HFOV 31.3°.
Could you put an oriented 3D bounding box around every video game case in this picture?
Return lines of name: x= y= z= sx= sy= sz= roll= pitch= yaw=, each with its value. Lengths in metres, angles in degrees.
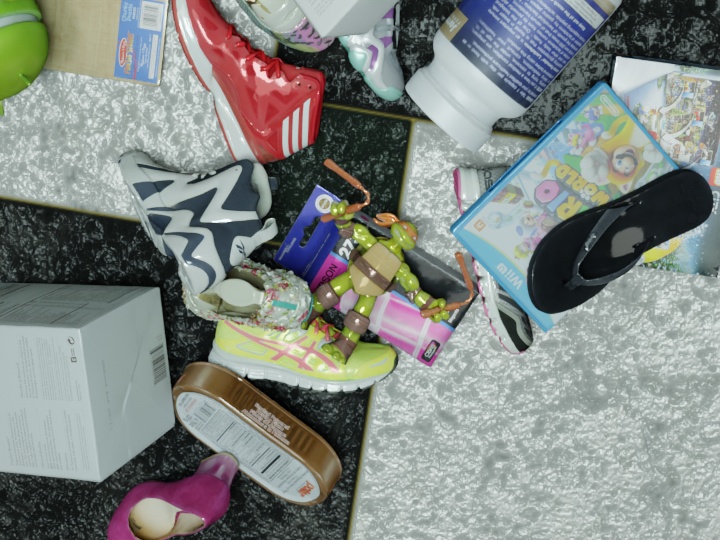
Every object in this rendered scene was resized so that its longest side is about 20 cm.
video game case: x=0.202 y=-0.059 z=1.227 sx=0.200 sy=0.018 sz=0.143 roll=-44 pitch=106 yaw=6

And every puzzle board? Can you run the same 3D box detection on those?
puzzle board: x=-0.260 y=-0.293 z=1.274 sx=0.148 sy=0.017 sz=0.203 roll=9 pitch=105 yaw=2

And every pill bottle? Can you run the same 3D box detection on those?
pill bottle: x=0.140 y=-0.217 z=1.205 sx=0.115 sy=0.116 sz=0.200 roll=40 pitch=104 yaw=-6

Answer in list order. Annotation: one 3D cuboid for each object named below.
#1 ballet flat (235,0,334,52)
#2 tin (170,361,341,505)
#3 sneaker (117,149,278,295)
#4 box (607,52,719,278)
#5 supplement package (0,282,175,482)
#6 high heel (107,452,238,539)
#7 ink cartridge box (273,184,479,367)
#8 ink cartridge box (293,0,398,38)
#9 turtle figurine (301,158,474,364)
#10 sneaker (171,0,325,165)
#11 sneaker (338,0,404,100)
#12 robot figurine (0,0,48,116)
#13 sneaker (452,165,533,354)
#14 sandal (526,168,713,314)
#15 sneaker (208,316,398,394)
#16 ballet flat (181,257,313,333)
ballet flat: x=-0.102 y=-0.286 z=1.232 sx=0.069 sy=0.071 sz=0.200 roll=-41 pitch=98 yaw=9
tin: x=-0.110 y=0.172 z=1.337 sx=0.199 sy=0.042 sz=0.112 roll=37 pitch=149 yaw=-4
sneaker: x=-0.150 y=-0.073 z=1.266 sx=0.129 sy=0.199 sz=0.080 roll=-28 pitch=131 yaw=-15
box: x=0.298 y=-0.102 z=1.260 sx=0.135 sy=0.038 sz=0.203 roll=8 pitch=105 yaw=3
supplement package: x=-0.313 y=0.104 z=1.285 sx=0.197 sy=0.151 sz=0.154 roll=1 pitch=105 yaw=22
high heel: x=-0.210 y=0.267 z=1.355 sx=0.199 sy=0.096 sz=0.068 roll=-28 pitch=109 yaw=27
ink cartridge box: x=0.015 y=0.006 z=1.317 sx=0.199 sy=0.037 sz=0.095 roll=32 pitch=105 yaw=-1
ink cartridge box: x=-0.026 y=-0.329 z=1.127 sx=0.146 sy=0.082 sz=0.201 roll=-41 pitch=79 yaw=32
turtle figurine: x=0.000 y=0.000 z=1.263 sx=0.200 sy=0.064 sz=0.161 roll=42 pitch=93 yaw=-13
sneaker: x=-0.098 y=-0.205 z=1.248 sx=0.114 sy=0.079 sz=0.202 roll=-17 pitch=115 yaw=14
sneaker: x=0.034 y=-0.274 z=1.220 sx=0.139 sy=0.078 sz=0.202 roll=-24 pitch=101 yaw=11
robot figurine: x=-0.373 y=-0.252 z=1.233 sx=0.175 sy=0.115 sz=0.202 roll=-28 pitch=89 yaw=54
sneaker: x=0.154 y=-0.015 z=1.277 sx=0.086 sy=0.074 sz=0.202 roll=-14 pitch=104 yaw=6
sandal: x=0.241 y=-0.030 z=1.207 sx=0.199 sy=0.043 sz=0.076 roll=-35 pitch=106 yaw=3
sneaker: x=-0.058 y=0.069 z=1.316 sx=0.197 sy=0.078 sz=0.092 roll=6 pitch=103 yaw=4
ballet flat: x=-0.127 y=0.017 z=1.262 sx=0.199 sy=0.063 sz=0.077 roll=4 pitch=85 yaw=46
